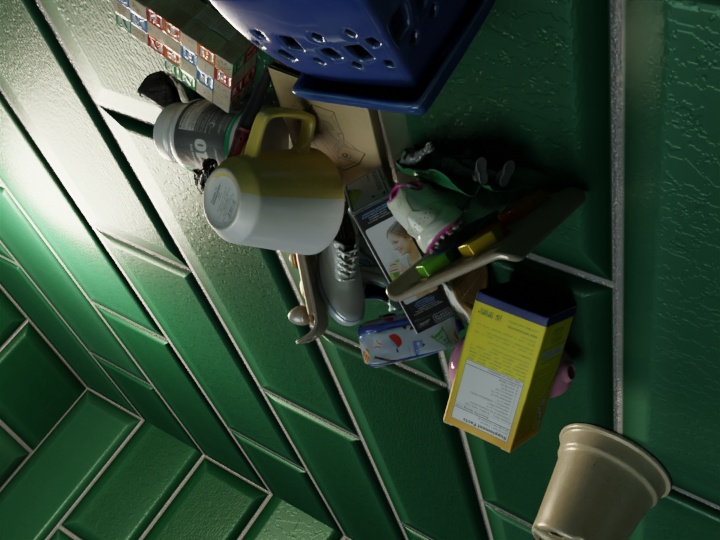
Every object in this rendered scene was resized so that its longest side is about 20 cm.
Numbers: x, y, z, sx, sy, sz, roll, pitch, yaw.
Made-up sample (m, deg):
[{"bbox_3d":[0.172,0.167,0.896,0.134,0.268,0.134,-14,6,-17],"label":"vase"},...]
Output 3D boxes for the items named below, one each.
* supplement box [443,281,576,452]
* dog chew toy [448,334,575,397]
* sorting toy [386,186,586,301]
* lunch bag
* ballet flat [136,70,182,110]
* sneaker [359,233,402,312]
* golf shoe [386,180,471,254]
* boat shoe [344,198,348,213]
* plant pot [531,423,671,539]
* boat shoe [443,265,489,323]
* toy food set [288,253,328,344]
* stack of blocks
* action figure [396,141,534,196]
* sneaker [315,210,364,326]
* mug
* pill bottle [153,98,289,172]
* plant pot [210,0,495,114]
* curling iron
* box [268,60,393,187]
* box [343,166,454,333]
[{"bbox_3d":[0.207,0.130,1.291,0.109,0.109,0.201,22,108,29],"label":"supplement box"},{"bbox_3d":[0.233,0.150,1.409,0.200,0.125,0.125,-4,134,43],"label":"dog chew toy"},{"bbox_3d":[0.143,-0.037,1.091,0.200,0.185,0.037,-20,102,46],"label":"sorting toy"},{"bbox_3d":[0.080,0.097,1.432,0.200,0.160,0.076,5,-110,-85],"label":"lunch bag"},{"bbox_3d":[-0.294,-0.231,1.490,0.066,0.057,0.200,33,158,46],"label":"ballet flat"},{"bbox_3d":[0.000,0.000,1.479,0.200,0.086,0.078,25,152,23],"label":"sneaker"},{"bbox_3d":[0.086,-0.084,1.162,0.091,0.075,0.200,40,-165,0],"label":"golf shoe"},{"bbox_3d":[-0.092,-0.117,1.413,0.067,0.072,0.200,5,-168,-36],"label":"boat shoe"},{"bbox_3d":[0.381,0.387,1.536,0.200,0.184,0.201,30,154,16],"label":"plant pot"},{"bbox_3d":[0.147,0.022,1.349,0.069,0.071,0.200,30,155,45],"label":"boat shoe"},{"bbox_3d":[-0.100,0.013,1.442,0.144,0.060,0.201,38,-140,-84],"label":"toy food set"},{"bbox_3d":[-0.241,-0.320,1.277,0.200,0.059,0.115,35,155,5],"label":"stack of blocks"},{"bbox_3d":[0.105,-0.128,1.141,0.118,0.055,0.200,4,-171,-31],"label":"action figure"},{"bbox_3d":[-0.031,-0.017,1.409,0.071,0.073,0.201,-33,70,63],"label":"sneaker"},{"bbox_3d":[-0.130,-0.112,1.258,0.149,0.153,0.187,-16,81,46],"label":"mug"},{"bbox_3d":[-0.211,-0.196,1.385,0.200,0.113,0.113,14,146,40],"label":"pill bottle"},{"bbox_3d":[0.009,-0.268,0.896,0.200,0.200,0.180,15,154,38],"label":"plant pot"},{"bbox_3d":[-0.167,-0.189,1.262,0.050,0.200,0.026,24,-170,-48],"label":"curling iron"},{"bbox_3d":[-0.036,-0.189,1.281,0.163,0.021,0.200,24,151,26],"label":"box"},{"bbox_3d":[0.051,-0.029,1.254,0.200,0.060,0.117,61,-174,-26],"label":"box"}]
